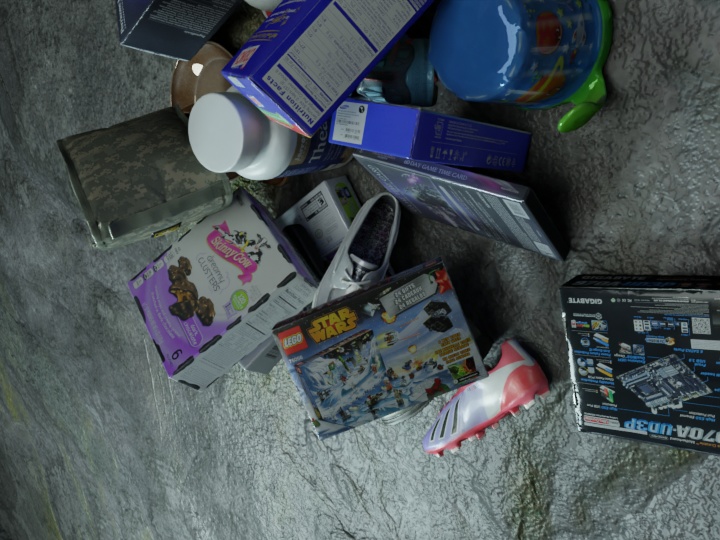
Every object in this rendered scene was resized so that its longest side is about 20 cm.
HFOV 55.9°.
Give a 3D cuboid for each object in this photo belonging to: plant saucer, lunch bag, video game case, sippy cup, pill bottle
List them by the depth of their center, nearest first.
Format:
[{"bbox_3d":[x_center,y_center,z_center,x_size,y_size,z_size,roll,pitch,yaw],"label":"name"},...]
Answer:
[{"bbox_3d":[0.133,-0.206,0.605,0.178,0.130,0.140,23,120,36],"label":"sippy cup"},{"bbox_3d":[0.103,-0.070,0.696,0.200,0.143,0.019,23,82,36],"label":"video game case"},{"bbox_3d":[-0.094,-0.163,0.780,0.111,0.200,0.111,10,108,33],"label":"pill bottle"},{"bbox_3d":[-0.256,-0.102,0.817,0.200,0.164,0.118,48,154,49],"label":"lunch bag"},{"bbox_3d":[-0.050,-0.003,0.923,0.200,0.045,0.181,-31,83,46],"label":"video game case"},{"bbox_3d":[-0.203,-0.229,0.983,0.200,0.037,0.201,18,117,38],"label":"plant saucer"}]

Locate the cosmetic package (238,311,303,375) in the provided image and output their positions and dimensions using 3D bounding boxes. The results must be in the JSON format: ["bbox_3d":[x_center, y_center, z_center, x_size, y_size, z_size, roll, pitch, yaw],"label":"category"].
[{"bbox_3d":[-0.171,0.038,0.941,0.101,0.071,0.200,-46,68,2],"label":"cosmetic package"}]

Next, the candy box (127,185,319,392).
[{"bbox_3d":[-0.174,0.021,0.854,0.200,0.072,0.168,-40,56,4],"label":"candy box"}]

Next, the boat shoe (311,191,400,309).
[{"bbox_3d":[0.000,0.000,0.787,0.072,0.200,0.069,28,165,0],"label":"boat shoe"}]

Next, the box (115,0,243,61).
[{"bbox_3d":[-0.229,-0.389,0.869,0.200,0.104,0.148,-26,70,45],"label":"box"}]

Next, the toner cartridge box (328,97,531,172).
[{"bbox_3d":[0.072,-0.126,0.643,0.095,0.200,0.043,21,106,36],"label":"toner cartridge box"}]

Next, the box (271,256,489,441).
[{"bbox_3d":[0.021,0.086,0.741,0.200,0.040,0.137,-22,98,6],"label":"box"}]

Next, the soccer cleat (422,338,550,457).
[{"bbox_3d":[0.136,0.155,0.800,0.200,0.067,0.077,-45,65,42],"label":"soccer cleat"}]

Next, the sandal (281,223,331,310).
[{"bbox_3d":[-0.042,0.021,0.866,0.075,0.048,0.201,-53,56,44],"label":"sandal"}]

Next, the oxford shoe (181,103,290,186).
[{"bbox_3d":[-0.174,-0.164,0.908,0.200,0.071,0.071,33,125,28],"label":"oxford shoe"}]

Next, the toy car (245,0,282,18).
[{"bbox_3d":[-0.085,-0.316,0.718,0.177,0.200,0.185,-15,96,46],"label":"toy car"}]

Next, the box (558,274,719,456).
[{"bbox_3d":[0.293,0.085,0.631,0.200,0.046,0.159,0,106,43],"label":"box"}]

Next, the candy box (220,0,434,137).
[{"bbox_3d":[-0.023,-0.220,0.597,0.077,0.200,0.169,43,-179,-26],"label":"candy box"}]

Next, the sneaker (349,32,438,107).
[{"bbox_3d":[0.012,-0.210,0.699,0.200,0.095,0.079,-131,40,-71],"label":"sneaker"}]

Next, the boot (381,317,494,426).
[{"bbox_3d":[0.057,0.094,0.828,0.131,0.068,0.200,44,125,2],"label":"boot"}]
